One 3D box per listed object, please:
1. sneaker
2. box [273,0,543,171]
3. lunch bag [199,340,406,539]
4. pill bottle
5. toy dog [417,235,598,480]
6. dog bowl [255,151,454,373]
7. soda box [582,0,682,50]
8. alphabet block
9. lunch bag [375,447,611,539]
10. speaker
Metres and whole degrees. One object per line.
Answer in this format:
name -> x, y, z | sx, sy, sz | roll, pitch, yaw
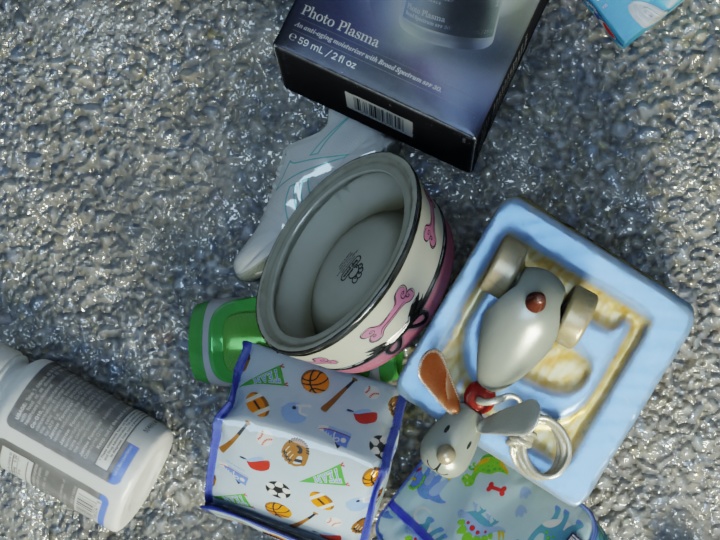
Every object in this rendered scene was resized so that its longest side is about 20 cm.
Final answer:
sneaker -> -0.054, -0.072, 1.319 | 0.200, 0.070, 0.080 | -45, 72, 5
box -> 0.053, -0.230, 1.231 | 0.198, 0.123, 0.200 | 24, 81, 6
lunch bag -> -0.057, 0.188, 1.281 | 0.168, 0.125, 0.201 | 18, 137, 3
pill bottle -> -0.294, 0.158, 1.338 | 0.198, 0.114, 0.115 | 29, 97, 6
toy dog -> 0.113, 0.076, 1.080 | 0.130, 0.096, 0.203 | 9, 94, 8
dog bowl -> 0.000, 0.000, 1.204 | 0.074, 0.200, 0.201 | 36, 100, -32
soda box -> 0.298, -0.291, 1.246 | 0.199, 0.068, 0.064 | -40, 87, 9
alphabet block -> 0.163, 0.061, 1.221 | 0.194, 0.200, 0.198 | 33, 97, 6
lunch bag -> 0.119, 0.245, 1.241 | 0.161, 0.082, 0.200 | -47, 48, -3
speaker -> -0.060, 0.068, 1.313 | 0.197, 0.088, 0.090 | -1, 93, 9
